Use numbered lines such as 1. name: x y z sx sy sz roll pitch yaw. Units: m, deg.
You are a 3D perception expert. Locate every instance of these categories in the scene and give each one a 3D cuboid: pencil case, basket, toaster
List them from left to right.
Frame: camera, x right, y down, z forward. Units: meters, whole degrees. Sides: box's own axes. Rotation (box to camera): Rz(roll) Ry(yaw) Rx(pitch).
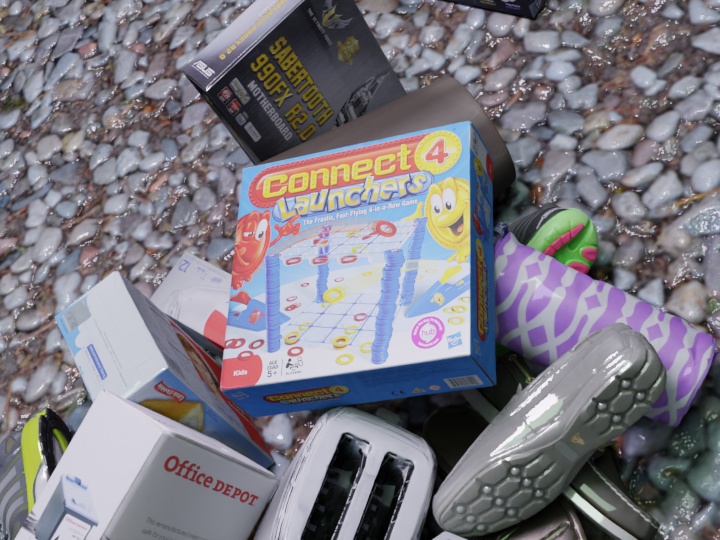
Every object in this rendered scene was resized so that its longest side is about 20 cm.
1. toaster: -0.018 0.198 0.931 0.113 0.129 0.201 25 54 1
2. basket: 0.025 -0.073 1.111 0.200 0.136 0.181 -35 76 -5
3. pencil case: 0.174 0.044 0.963 0.199 0.085 0.084 29 113 9

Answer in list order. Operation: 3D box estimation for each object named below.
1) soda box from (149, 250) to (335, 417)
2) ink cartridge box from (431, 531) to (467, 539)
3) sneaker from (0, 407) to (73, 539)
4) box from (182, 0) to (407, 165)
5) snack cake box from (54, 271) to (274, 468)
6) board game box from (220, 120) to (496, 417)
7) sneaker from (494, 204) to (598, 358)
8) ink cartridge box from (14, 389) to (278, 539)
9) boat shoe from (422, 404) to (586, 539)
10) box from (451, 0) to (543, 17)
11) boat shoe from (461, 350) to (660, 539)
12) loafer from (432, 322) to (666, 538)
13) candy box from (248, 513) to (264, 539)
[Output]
1. soda box: -0.096 0.056 1.127 0.199 0.068 0.064 26 74 33
2. ink cartridge box: 0.114 0.286 0.840 0.199 0.084 0.147 16 110 31
3. sneaker: -0.297 0.225 1.122 0.081 0.074 0.201 -27 46 16
4. box: -0.050 -0.166 1.159 0.158 0.200 0.048 -43 49 -6
5. snack cake box: -0.160 0.102 1.045 0.067 0.200 0.115 -36 53 0
6. board game box: 0.000 0.000 0.944 0.199 0.056 0.197 -10 59 21
7. sneaker: 0.113 0.017 1.065 0.200 0.077 0.084 -36 24 5
8. ink cartridge box: -0.172 0.210 0.929 0.086 0.146 0.201 23 81 39
9. boat shoe: 0.119 0.189 0.950 0.072 0.068 0.200 -29 51 -3
10. box: 0.152 -0.374 1.247 0.132 0.115 0.201 19 71 33
11. boat shoe: 0.159 0.135 0.960 0.060 0.072 0.202 -46 49 -1
12. loafer: 0.131 0.116 0.903 0.200 0.070 0.070 -40 28 8
13. candy box: -0.137 0.276 1.019 0.199 0.055 0.116 -15 56 15
